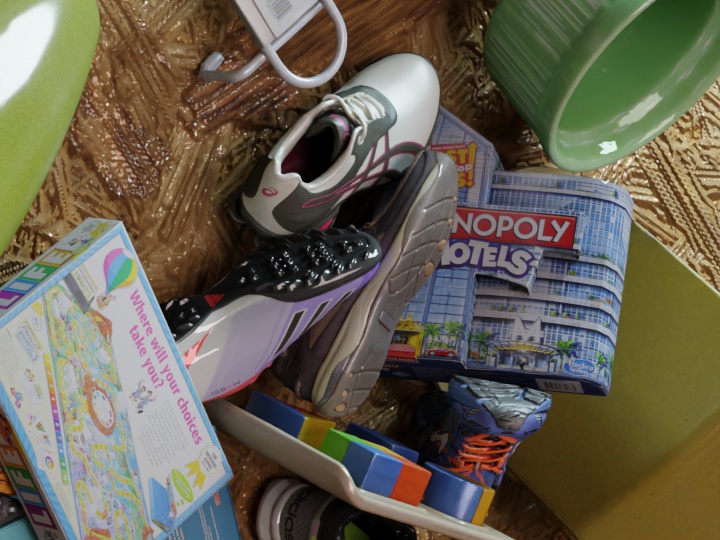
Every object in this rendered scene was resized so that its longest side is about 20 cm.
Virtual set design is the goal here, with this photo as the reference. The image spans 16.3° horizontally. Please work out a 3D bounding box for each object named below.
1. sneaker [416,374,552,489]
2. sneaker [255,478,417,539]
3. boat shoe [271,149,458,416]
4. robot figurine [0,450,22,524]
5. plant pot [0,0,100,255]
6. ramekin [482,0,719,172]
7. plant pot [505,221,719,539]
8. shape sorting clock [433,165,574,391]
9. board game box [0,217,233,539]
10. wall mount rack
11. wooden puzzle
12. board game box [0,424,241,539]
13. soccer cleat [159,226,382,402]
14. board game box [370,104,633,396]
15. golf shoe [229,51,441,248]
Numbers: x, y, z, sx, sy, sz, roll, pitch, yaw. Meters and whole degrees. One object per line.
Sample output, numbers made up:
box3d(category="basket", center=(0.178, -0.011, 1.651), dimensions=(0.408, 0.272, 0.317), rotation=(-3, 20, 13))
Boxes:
box3d(category="sneaker", center=(0.085, 0.121, 1.772), dimensions=(0.075, 0.200, 0.078), rotation=(8, 79, -7))
box3d(category="sneaker", center=(0.013, 0.217, 1.787), dimensions=(0.200, 0.087, 0.074), rotation=(45, 65, -35))
box3d(category="boat shoe", center=(0.000, 0.000, 1.725), dimensions=(0.200, 0.073, 0.074), rotation=(-62, 159, -13))
box3d(category="robot figurine", center=(-0.276, 0.082, 1.542), dimensions=(0.200, 0.058, 0.145), rotation=(20, 81, -40))
box3d(category="plant pot", center=(-0.244, -0.107, 1.494), dimensions=(0.200, 0.187, 0.187), rotation=(-53, 126, -43))
box3d(category="ramekin", center=(0.184, -0.176, 1.833), dimensions=(0.200, 0.098, 0.200), rotation=(-33, 154, -18))
box3d(category="plant pot", center=(0.220, 0.127, 1.881), dimensions=(0.200, 0.194, 0.196), rotation=(-43, 138, -2))
box3d(category="shape sorting clock", center=(0.120, 0.019, 1.895), dimensions=(0.200, 0.039, 0.200), rotation=(-16, 115, -36))
box3d(category="board game box", center=(-0.167, 0.087, 1.578), dimensions=(0.134, 0.034, 0.200), rotation=(-41, 122, -34))
box3d(category="wall mount rack", center=(-0.068, -0.227, 1.693), dimensions=(0.174, 0.075, 0.200), rotation=(-45, 121, -25))
box3d(category="wooden puzzle", center=(0.008, 0.135, 1.709), dimensions=(0.200, 0.185, 0.046), rotation=(28, 87, -40))
box3d(category="board game box", center=(-0.168, 0.204, 1.655), dimensions=(0.200, 0.047, 0.151), rotation=(-24, 109, -37))
box3d(category="soccer cleat", center=(-0.073, 0.038, 1.679), dimensions=(0.200, 0.068, 0.073), rotation=(-27, 125, -7))
box3d(category="board game box", center=(0.087, -0.021, 1.786), dimensions=(0.062, 0.200, 0.200), rotation=(58, 38, -67))
box3d(category="golf shoe", center=(-0.004, -0.091, 1.732), dimensions=(0.077, 0.088, 0.200), rotation=(39, 59, 8))
